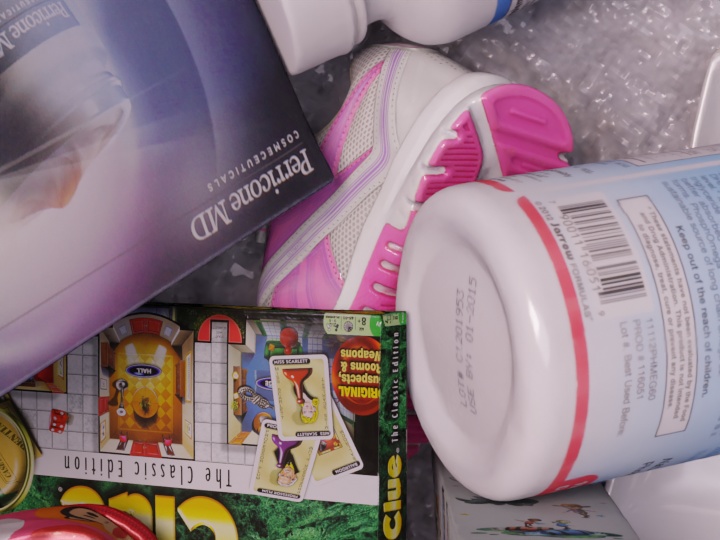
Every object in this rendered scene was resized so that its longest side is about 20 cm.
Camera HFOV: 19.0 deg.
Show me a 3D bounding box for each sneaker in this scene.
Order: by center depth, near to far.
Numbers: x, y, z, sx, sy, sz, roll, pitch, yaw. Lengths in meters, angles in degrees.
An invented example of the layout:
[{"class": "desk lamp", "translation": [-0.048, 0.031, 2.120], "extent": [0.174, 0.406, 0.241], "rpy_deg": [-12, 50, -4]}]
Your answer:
[{"class": "sneaker", "translation": [0.000, 0.000, 0.817], "extent": [0.081, 0.088, 0.200], "rpy_deg": [15, 113, -42]}]

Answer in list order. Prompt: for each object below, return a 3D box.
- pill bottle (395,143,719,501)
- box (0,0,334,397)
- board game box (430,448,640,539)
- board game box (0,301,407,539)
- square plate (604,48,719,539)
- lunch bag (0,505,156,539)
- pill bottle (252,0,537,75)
[{"class": "pill bottle", "translation": [0.122, 0.011, 0.758], "extent": [0.200, 0.109, 0.109], "rpy_deg": [-9, 95, -23]}, {"class": "box", "translation": [-0.141, -0.069, 0.712], "extent": [0.200, 0.123, 0.199], "rpy_deg": [-36, 107, -44]}, {"class": "board game box", "translation": [0.060, 0.149, 0.763], "extent": [0.064, 0.200, 0.148], "rpy_deg": [-1, 95, -2]}, {"class": "board game box", "translation": [-0.076, 0.063, 0.790], "extent": [0.200, 0.023, 0.105], "rpy_deg": [1, 96, 28]}, {"class": "square plate", "translation": [0.208, 0.031, 0.851], "extent": [0.198, 0.028, 0.200], "rpy_deg": [13, 93, -5]}, {"class": "lunch bag", "translation": [-0.137, 0.192, 0.743], "extent": [0.176, 0.082, 0.200], "rpy_deg": [-13, 92, 6]}, {"class": "pill bottle", "translation": [0.045, -0.150, 0.773], "extent": [0.200, 0.112, 0.112], "rpy_deg": [-26, 95, -11]}]
